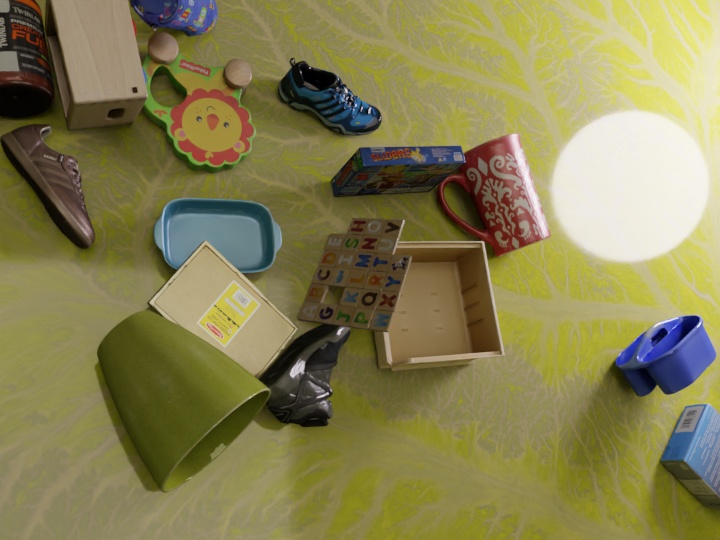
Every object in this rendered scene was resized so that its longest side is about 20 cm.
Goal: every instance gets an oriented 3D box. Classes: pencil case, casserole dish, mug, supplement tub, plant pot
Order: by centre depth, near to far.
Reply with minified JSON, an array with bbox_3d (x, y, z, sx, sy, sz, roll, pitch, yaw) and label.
[{"bbox_3d":[-0.257,0.157,0.891,0.200,0.188,0.187,44,61,12],"label":"plant pot"},{"bbox_3d":[-0.515,-0.335,0.957,0.106,0.107,0.202,-9,78,-26],"label":"supplement tub"},{"bbox_3d":[-0.224,-0.050,1.035,0.198,0.039,0.122,0,74,-23],"label":"casserole dish"},{"bbox_3d":[-0.292,-0.420,1.045,0.077,0.200,0.088,22,106,-1],"label":"pencil case"},{"bbox_3d":[0.255,-0.130,1.247,0.133,0.176,0.202,-14,82,-64],"label":"mug"}]

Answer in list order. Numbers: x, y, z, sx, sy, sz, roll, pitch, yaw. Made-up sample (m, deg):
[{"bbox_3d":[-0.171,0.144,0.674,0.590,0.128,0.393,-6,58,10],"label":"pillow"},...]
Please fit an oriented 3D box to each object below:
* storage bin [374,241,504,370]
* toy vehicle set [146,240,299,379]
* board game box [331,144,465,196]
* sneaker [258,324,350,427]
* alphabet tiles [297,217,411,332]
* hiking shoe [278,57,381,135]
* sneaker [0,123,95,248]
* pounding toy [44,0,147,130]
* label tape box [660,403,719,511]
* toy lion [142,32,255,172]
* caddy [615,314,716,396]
[{"bbox_3d":[0.122,0.060,1.123,0.197,0.094,0.202,-1,74,-24],"label":"storage bin"},{"bbox_3d":[-0.202,0.069,0.987,0.200,0.026,0.124,45,70,-14],"label":"toy vehicle set"},{"bbox_3d":[0.064,-0.173,1.148,0.198,0.135,0.035,-6,76,-26],"label":"board game box"},{"bbox_3d":[-0.070,0.165,1.020,0.200,0.076,0.115,-47,118,-45],"label":"sneaker"},{"bbox_3d":[0.000,0.000,1.067,0.008,0.166,0.202,51,51,-50],"label":"alphabet tiles"},{"bbox_3d":[-0.046,-0.302,1.167,0.198,0.087,0.075,17,67,-18],"label":"hiking shoe"},{"bbox_3d":[-0.431,-0.129,0.949,0.075,0.070,0.201,-37,91,-30],"label":"sneaker"},{"bbox_3d":[-0.383,-0.321,0.985,0.141,0.200,0.186,-13,94,-27],"label":"pounding toy"},{"bbox_3d":[0.702,0.385,1.295,0.200,0.066,0.143,46,62,-8],"label":"label tape box"},{"bbox_3d":[-0.267,-0.263,1.077,0.198,0.069,0.194,15,75,-19],"label":"toy lion"},{"bbox_3d":[0.587,0.156,1.274,0.199,0.141,0.106,-31,92,-29],"label":"caddy"}]
